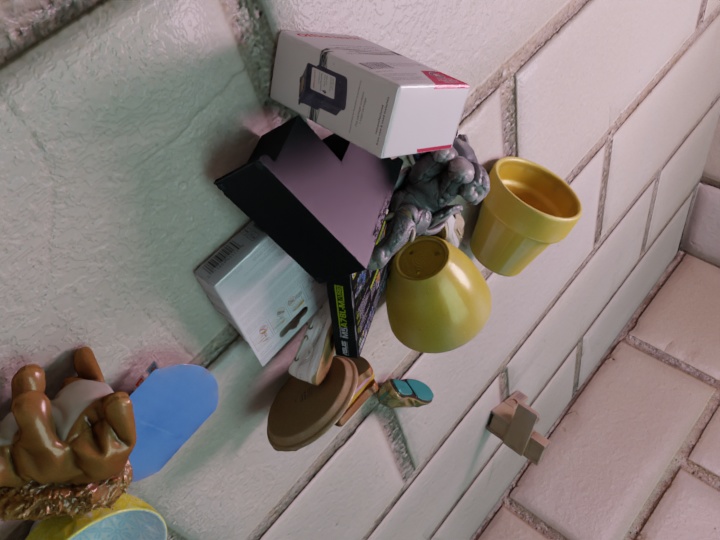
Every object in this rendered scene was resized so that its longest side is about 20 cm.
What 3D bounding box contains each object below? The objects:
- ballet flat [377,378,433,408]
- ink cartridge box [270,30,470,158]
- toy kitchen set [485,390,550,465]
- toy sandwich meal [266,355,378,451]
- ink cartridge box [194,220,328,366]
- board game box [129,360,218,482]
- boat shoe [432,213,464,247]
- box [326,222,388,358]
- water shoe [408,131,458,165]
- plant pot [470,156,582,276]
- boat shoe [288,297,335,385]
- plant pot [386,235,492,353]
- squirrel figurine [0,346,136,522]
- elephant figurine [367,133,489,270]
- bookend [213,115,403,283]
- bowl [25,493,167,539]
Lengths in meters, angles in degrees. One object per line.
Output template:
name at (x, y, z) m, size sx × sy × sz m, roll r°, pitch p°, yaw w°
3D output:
ballet flat at (0.097, 0.279, 1.422) m, size 0.199 × 0.070 × 0.072 m, roll 22°, pitch 97°, yaw -58°
ink cartridge box at (0.008, -0.218, 0.773) m, size 0.144 × 0.199 × 0.086 m, roll -17°, pitch 132°, yaw -46°
toy kitchen set at (0.547, 0.471, 2.050) m, size 0.179 × 0.199 × 0.166 m, roll -19°, pitch 131°, yaw -44°
toy sandwich meal at (-0.065, 0.220, 1.040) m, size 0.206 × 0.204 × 0.071 m, roll -48°, pitch 116°, yaw -17°
ink cartridge box at (-0.131, 0.020, 0.915) m, size 0.163 × 0.057 × 0.201 m, roll -45°, pitch 149°, yaw -22°
board game box at (-0.284, 0.197, 0.855) m, size 0.200 × 0.039 × 0.158 m, roll -47°, pitch 147°, yaw -6°
boat shoe at (0.153, -0.089, 1.196) m, size 0.069 × 0.074 × 0.201 m, roll -52°, pitch 157°, yaw -13°
box at (0.000, 0.000, 1.003) m, size 0.195 × 0.047 × 0.202 m, roll 82°, pitch 21°, yaw -43°
water shoe at (0.119, -0.213, 1.038) m, size 0.072 × 0.078 × 0.201 m, roll -51°, pitch 147°, yaw -12°
plant pot at (0.324, -0.100, 1.322) m, size 0.199 × 0.201 × 0.190 m, roll -22°, pitch 149°, yaw -43°
boat shoe at (-0.065, 0.080, 1.032) m, size 0.071 × 0.068 × 0.203 m, roll 69°, pitch 37°, yaw -62°
plant pot at (0.125, 0.024, 1.138) m, size 0.200 × 0.199 × 0.143 m, roll -47°, pitch 139°, yaw -18°
squirrel figurine at (-0.350, 0.206, 0.685) m, size 0.185 × 0.141 × 0.203 m, roll -20°, pitch 127°, yaw -36°
elephant figurine at (0.087, -0.106, 0.959) m, size 0.153 × 0.143 × 0.201 m, roll 11°, pitch 128°, yaw -42°
bookend at (-0.056, -0.128, 0.832) m, size 0.200 × 0.091 × 0.201 m, roll 44°, pitch 49°, yaw -31°
bowl at (-0.360, 0.355, 0.811) m, size 0.199 × 0.107 × 0.203 m, roll -33°, pitch 139°, yaw -34°
